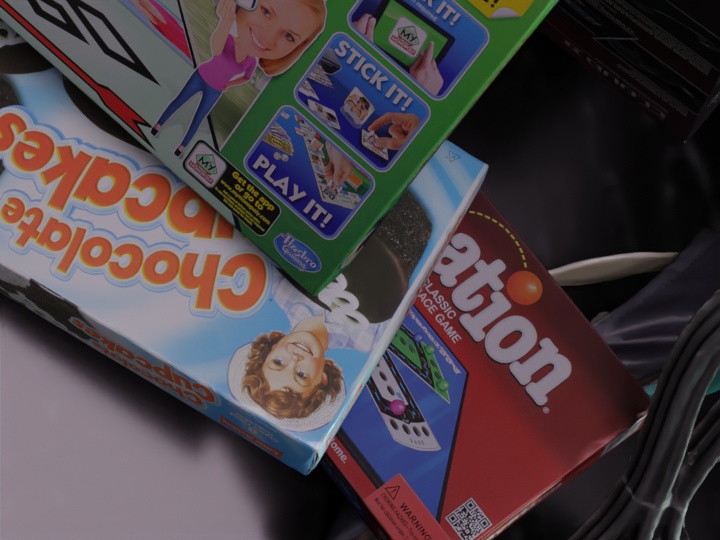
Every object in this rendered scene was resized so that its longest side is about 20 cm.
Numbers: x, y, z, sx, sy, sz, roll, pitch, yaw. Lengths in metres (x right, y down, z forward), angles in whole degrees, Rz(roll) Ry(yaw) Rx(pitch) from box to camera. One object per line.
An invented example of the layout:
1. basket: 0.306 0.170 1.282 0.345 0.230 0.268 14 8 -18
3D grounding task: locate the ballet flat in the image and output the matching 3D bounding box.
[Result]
1. ballet flat: 0.063 0.040 0.757 0.199 0.073 0.073 -26 95 -14

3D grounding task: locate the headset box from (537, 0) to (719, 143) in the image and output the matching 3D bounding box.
1. headset box: 0.124 -0.131 0.644 0.077 0.200 0.149 38 87 6

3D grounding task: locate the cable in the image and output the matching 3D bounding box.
1. cable: 0.091 0.080 0.716 0.096 0.050 0.201 -2 123 -15

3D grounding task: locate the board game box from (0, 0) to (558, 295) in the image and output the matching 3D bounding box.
1. board game box: -0.049 -0.105 0.627 0.200 0.135 0.029 41 36 3

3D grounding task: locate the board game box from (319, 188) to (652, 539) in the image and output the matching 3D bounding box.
1. board game box: 0.000 0.000 0.721 0.103 0.019 0.200 -34 75 -18

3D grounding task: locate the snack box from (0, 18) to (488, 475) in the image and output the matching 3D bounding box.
1. snack box: -0.072 -0.034 0.692 0.199 0.037 0.117 30 70 3
